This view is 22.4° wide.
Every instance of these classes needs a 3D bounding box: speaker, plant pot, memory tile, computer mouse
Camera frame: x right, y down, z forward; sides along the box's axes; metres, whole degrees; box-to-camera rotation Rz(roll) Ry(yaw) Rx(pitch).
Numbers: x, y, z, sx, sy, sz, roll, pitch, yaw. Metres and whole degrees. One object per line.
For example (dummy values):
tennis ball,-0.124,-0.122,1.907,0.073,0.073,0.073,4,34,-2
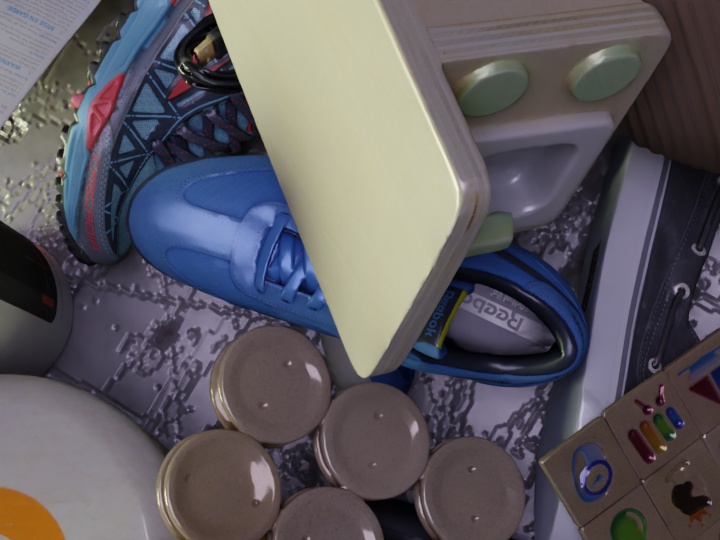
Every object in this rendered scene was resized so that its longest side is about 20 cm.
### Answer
speaker,-0.184,0.008,0.789,0.081,0.200,0.081,0,82,3
plant pot,0.131,-0.117,0.757,0.092,0.201,0.201,-19,82,9
memory tile,-0.024,0.136,0.737,0.153,0.017,0.200,29,69,-14
computer mouse,-0.015,-0.146,0.812,0.059,0.034,0.200,36,55,2

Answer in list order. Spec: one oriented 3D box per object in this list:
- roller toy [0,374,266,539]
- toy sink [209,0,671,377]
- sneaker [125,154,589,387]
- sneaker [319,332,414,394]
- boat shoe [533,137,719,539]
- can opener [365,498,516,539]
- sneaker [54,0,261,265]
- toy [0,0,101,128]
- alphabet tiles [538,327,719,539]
roller toy,-0.147,0.144,0.801,0.182,0.140,0.200,34,81,15
toy sink,0.033,-0.080,0.698,0.112,0.130,0.200,-10,61,-23
sneaker,0.000,0.000,0.751,0.200,0.078,0.066,17,98,-5
sneaker,0.042,-0.035,0.822,0.111,0.077,0.201,-1,78,17
boat shoe,0.126,0.034,0.801,0.066,0.070,0.201,16,68,-3
can opener,0.072,0.143,0.815,0.199,0.079,0.064,8,112,15
sneaker,-0.071,-0.087,0.843,0.095,0.079,0.200,25,89,8
toy,-0.157,-0.146,0.853,0.115,0.047,0.200,24,68,19
alphabet tiles,0.194,0.094,0.777,0.200,0.008,0.167,-34,99,-16
